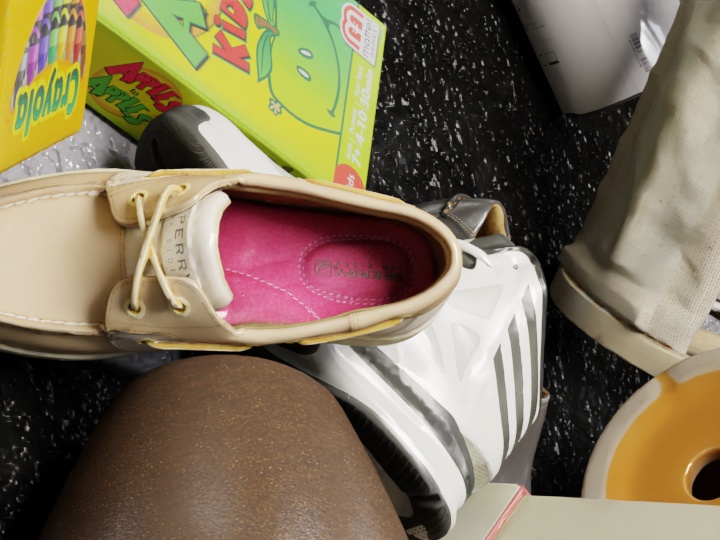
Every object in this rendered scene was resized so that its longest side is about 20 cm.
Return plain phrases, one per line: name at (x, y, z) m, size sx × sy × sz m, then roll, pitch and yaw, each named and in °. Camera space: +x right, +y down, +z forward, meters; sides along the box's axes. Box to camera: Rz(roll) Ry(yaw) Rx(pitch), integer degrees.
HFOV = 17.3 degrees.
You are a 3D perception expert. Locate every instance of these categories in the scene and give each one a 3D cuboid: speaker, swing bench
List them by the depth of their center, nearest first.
swing bench at (0.197, -0.054, 1.146) m, size 0.200 × 0.130 × 0.199 m, roll 10°, pitch 109°, yaw -48°
speaker at (0.097, -0.183, 1.190) m, size 0.081 × 0.081 × 0.200 m, roll -38°, pitch 105°, yaw -52°

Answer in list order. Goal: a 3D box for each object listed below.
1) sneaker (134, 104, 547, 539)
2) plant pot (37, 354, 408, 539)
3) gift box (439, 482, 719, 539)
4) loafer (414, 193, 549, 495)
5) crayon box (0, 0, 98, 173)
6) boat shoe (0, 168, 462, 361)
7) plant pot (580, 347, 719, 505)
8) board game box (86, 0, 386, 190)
sneaker at (0.000, 0.000, 0.956) m, size 0.115 × 0.076 × 0.201 m, roll -42°, pitch 102°, yaw -35°
plant pot at (-0.047, 0.134, 0.804) m, size 0.187 × 0.187 × 0.200 m, roll 40°, pitch 32°, yaw -35°
gift box at (0.076, 0.201, 0.912) m, size 0.200 × 0.187 × 0.185 m, roll -46°, pitch 115°, yaw -29°
loafer at (0.048, 0.065, 1.021) m, size 0.073 × 0.072 × 0.201 m, roll -10°, pitch 84°, yaw -54°
crayon box at (-0.121, -0.108, 0.786) m, size 0.127 × 0.051 × 0.201 m, roll -59°, pitch 160°, yaw -76°
boat shoe at (-0.058, -0.007, 0.844) m, size 0.199 × 0.069 × 0.074 m, roll -2°, pitch 81°, yaw -15°
plant pot at (0.195, 0.133, 1.055) m, size 0.183 × 0.200 × 0.201 m, roll 48°, pitch 42°, yaw -40°
board game box at (-0.074, -0.104, 0.959) m, size 0.200 × 0.048 × 0.102 m, roll 36°, pitch 49°, yaw -38°
